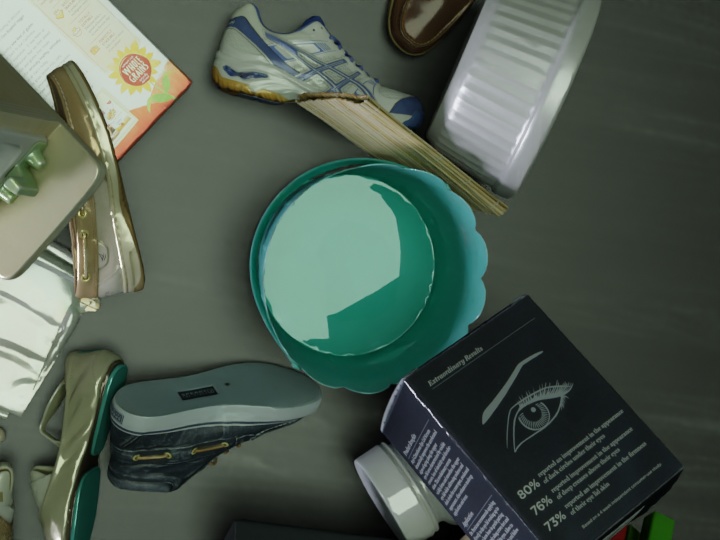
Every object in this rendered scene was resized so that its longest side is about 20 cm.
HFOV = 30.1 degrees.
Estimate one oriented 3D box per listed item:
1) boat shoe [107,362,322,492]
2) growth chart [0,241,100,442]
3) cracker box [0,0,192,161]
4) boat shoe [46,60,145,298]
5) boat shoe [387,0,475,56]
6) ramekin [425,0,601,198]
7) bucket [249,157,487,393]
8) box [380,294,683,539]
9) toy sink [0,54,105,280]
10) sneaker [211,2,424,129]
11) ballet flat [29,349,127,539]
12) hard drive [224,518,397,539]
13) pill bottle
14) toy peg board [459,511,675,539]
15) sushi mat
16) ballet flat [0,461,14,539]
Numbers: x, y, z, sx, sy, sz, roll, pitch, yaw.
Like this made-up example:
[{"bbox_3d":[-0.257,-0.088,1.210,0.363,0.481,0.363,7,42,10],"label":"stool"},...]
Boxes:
[{"bbox_3d":[-0.135,0.143,1.215,0.199,0.071,0.091,-3,124,-27],"label":"boat shoe"},{"bbox_3d":[-0.325,0.050,1.184,0.144,0.018,0.200,36,85,-12],"label":"growth chart"},{"bbox_3d":[-0.264,-0.186,1.163,0.200,0.058,0.134,45,86,-13],"label":"cracker box"},{"bbox_3d":[-0.235,-0.071,1.114,0.069,0.074,0.201,-16,100,-15],"label":"boat shoe"},{"bbox_3d":[0.094,-0.289,1.237,0.072,0.068,0.200,36,85,-13],"label":"boat shoe"},{"bbox_3d":[0.131,-0.173,1.194,0.094,0.202,0.203,24,88,0],"label":"ramekin"},{"bbox_3d":[0.000,0.000,1.194,0.206,0.135,0.208,-1,95,-13],"label":"bucket"},{"bbox_3d":[0.138,0.146,1.112,0.148,0.104,0.200,-31,69,-26],"label":"box"},{"bbox_3d":[-0.324,-0.102,1.048,0.130,0.112,0.200,-46,79,11],"label":"toy sink"},{"bbox_3d":[-0.030,-0.183,1.211,0.199,0.075,0.089,14,89,-14],"label":"sneaker"},{"bbox_3d":[-0.258,0.165,1.189,0.069,0.069,0.201,14,88,-14],"label":"ballet flat"},{"bbox_3d":[-0.034,0.278,1.212,0.199,0.140,0.033,11,51,-14],"label":"hard drive"},{"bbox_3d":[0.101,0.162,1.241,0.199,0.114,0.115,-32,100,-10],"label":"pill bottle"},{"bbox_3d":[0.179,0.269,1.242,0.198,0.200,0.098,25,55,-5],"label":"toy peg board"},{"bbox_3d":[0.038,-0.102,1.185,0.200,0.095,0.012,33,76,-37],"label":"sushi mat"},{"bbox_3d":[-0.339,0.170,1.154,0.065,0.071,0.201,-31,108,-7],"label":"ballet flat"}]
